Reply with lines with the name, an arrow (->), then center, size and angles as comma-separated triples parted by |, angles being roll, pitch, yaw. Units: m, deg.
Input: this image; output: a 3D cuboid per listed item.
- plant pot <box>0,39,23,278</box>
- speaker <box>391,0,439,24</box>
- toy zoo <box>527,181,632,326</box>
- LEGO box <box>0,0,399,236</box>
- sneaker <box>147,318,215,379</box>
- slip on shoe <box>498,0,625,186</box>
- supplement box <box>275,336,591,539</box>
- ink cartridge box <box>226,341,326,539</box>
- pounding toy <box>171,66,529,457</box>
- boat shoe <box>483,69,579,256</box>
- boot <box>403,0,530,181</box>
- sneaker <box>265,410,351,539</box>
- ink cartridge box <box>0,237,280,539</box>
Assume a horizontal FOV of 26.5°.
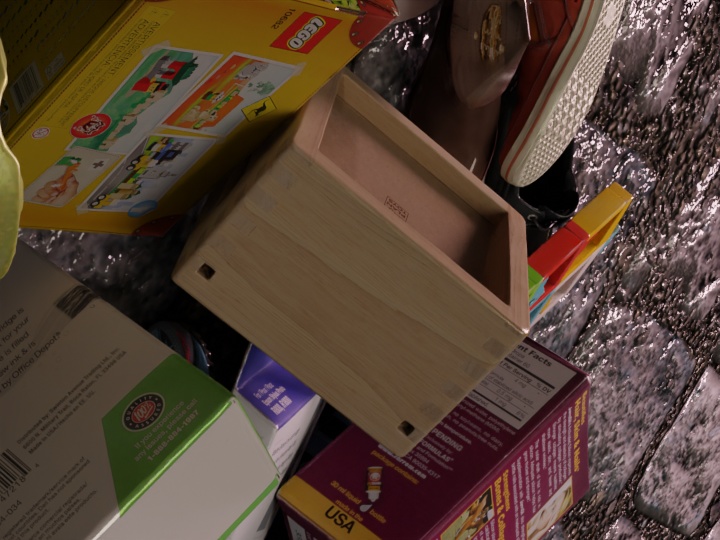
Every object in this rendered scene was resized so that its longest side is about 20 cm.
plant pot -> -0.236, -0.045, 0.582 | 0.184, 0.200, 0.201 | -9, 121, -28
speaker -> -0.002, -0.238, 0.849 | 0.081, 0.081, 0.200 | -39, 138, -25
toy zoo -> 0.136, 0.010, 1.146 | 0.200, 0.020, 0.131 | -39, 164, -37
LEGO box -> -0.106, -0.103, 0.743 | 0.200, 0.077, 0.149 | -39, 154, 32
sneaker -> -0.154, 0.118, 0.908 | 0.095, 0.079, 0.200 | 25, 80, -30
slip on shoe -> 0.130, -0.152, 1.023 | 0.074, 0.061, 0.200 | 24, 84, -68
supplement box -> 0.054, 0.145, 1.013 | 0.200, 0.103, 0.131 | -39, 143, -27
ink cartridge box -> -0.062, 0.111, 0.962 | 0.200, 0.041, 0.200 | -38, 150, -78
pounding toy -> 0.000, 0.000, 0.863 | 0.184, 0.200, 0.142 | 39, 112, -12
boat shoe -> 0.130, -0.063, 1.119 | 0.074, 0.066, 0.200 | -26, 131, -38
boot -> 0.066, -0.109, 0.929 | 0.200, 0.064, 0.187 | -94, -169, -77
sneaker -> -0.006, 0.136, 1.093 | 0.082, 0.074, 0.200 | 25, 93, -51
ink cartridge box -> -0.165, 0.088, 0.781 | 0.146, 0.200, 0.084 | -45, 142, -18
